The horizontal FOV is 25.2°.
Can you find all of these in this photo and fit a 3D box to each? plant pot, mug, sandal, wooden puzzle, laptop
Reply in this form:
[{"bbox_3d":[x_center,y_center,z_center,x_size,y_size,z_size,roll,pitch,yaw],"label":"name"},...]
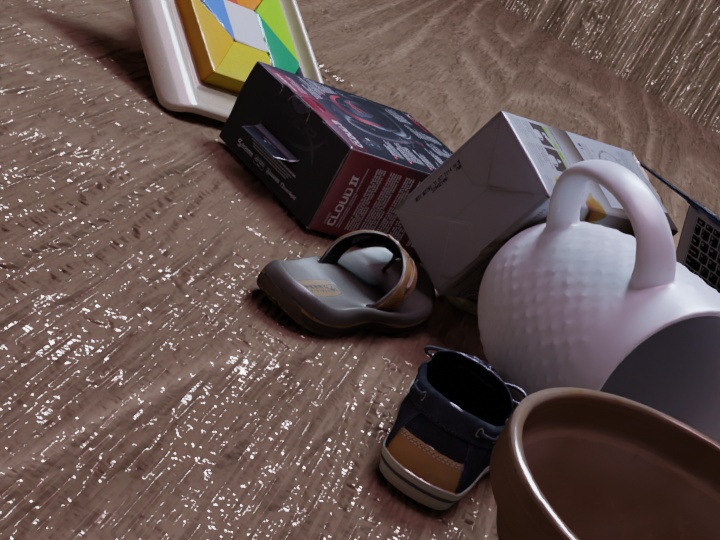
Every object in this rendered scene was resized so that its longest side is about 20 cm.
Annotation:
[{"bbox_3d":[0.142,0.155,0.796,0.199,0.093,0.201,22,24,-11],"label":"plant pot"},{"bbox_3d":[0.157,0.026,1.041,0.146,0.202,0.175,-14,34,-22],"label":"mug"},{"bbox_3d":[0.000,0.000,1.086,0.082,0.055,0.199,38,18,24],"label":"sandal"},{"bbox_3d":[-0.109,-0.203,1.386,0.199,0.037,0.187,8,56,-48],"label":"wooden puzzle"},{"bbox_3d":[0.310,0.018,1.408,0.115,0.202,0.187,-14,39,-32],"label":"laptop"}]

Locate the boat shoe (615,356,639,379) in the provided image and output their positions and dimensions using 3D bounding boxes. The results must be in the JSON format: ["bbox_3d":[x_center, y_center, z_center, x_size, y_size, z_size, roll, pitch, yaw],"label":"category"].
[{"bbox_3d":[0.244,0.123,1.136,0.200,0.061,0.072,32,17,7],"label":"boat shoe"}]

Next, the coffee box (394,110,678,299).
[{"bbox_3d":[0.135,-0.038,1.193,0.199,0.114,0.080,7,48,-52],"label":"coffee box"}]

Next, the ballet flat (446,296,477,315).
[{"bbox_3d":[0.118,0.011,1.296,0.199,0.057,0.067,-11,71,-59],"label":"ballet flat"}]

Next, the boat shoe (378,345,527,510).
[{"bbox_3d":[0.061,0.080,0.949,0.074,0.063,0.200,30,15,7],"label":"boat shoe"}]

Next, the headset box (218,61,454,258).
[{"bbox_3d":[-0.007,-0.085,1.287,0.199,0.075,0.149,14,23,-44],"label":"headset box"}]

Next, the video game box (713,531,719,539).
[{"bbox_3d":[0.288,0.194,0.942,0.182,0.047,0.200,37,18,12],"label":"video game box"}]
